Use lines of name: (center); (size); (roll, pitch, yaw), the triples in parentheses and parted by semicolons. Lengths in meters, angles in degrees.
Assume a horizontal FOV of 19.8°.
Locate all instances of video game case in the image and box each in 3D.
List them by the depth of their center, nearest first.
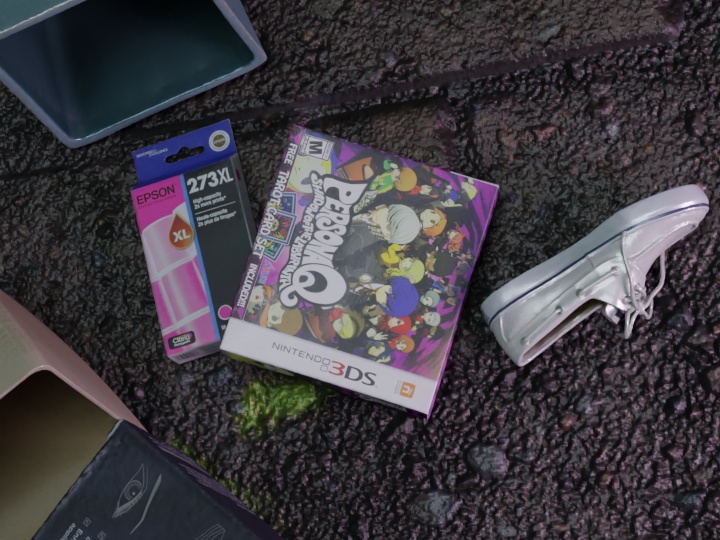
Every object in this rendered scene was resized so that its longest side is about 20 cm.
video game case: (0.000, 0.000, 1.690); (0.181, 0.036, 0.201); (18, 80, 6)

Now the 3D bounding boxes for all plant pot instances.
plant pot: (-0.325, 0.109, 1.697); (0.200, 0.200, 0.177); (-38, 58, 3)
plant pot: (-0.224, -0.261, 1.761); (0.196, 0.196, 0.200); (-24, 63, 8)

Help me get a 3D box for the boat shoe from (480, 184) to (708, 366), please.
boat shoe: (0.198, 0.015, 1.629); (0.202, 0.075, 0.086); (-31, 70, 8)

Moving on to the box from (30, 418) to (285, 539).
box: (-0.159, 0.261, 1.628); (0.200, 0.117, 0.197); (37, 88, 30)

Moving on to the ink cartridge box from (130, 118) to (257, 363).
ink cartridge box: (-0.137, -0.029, 1.756); (0.094, 0.037, 0.201); (-18, 70, 10)
